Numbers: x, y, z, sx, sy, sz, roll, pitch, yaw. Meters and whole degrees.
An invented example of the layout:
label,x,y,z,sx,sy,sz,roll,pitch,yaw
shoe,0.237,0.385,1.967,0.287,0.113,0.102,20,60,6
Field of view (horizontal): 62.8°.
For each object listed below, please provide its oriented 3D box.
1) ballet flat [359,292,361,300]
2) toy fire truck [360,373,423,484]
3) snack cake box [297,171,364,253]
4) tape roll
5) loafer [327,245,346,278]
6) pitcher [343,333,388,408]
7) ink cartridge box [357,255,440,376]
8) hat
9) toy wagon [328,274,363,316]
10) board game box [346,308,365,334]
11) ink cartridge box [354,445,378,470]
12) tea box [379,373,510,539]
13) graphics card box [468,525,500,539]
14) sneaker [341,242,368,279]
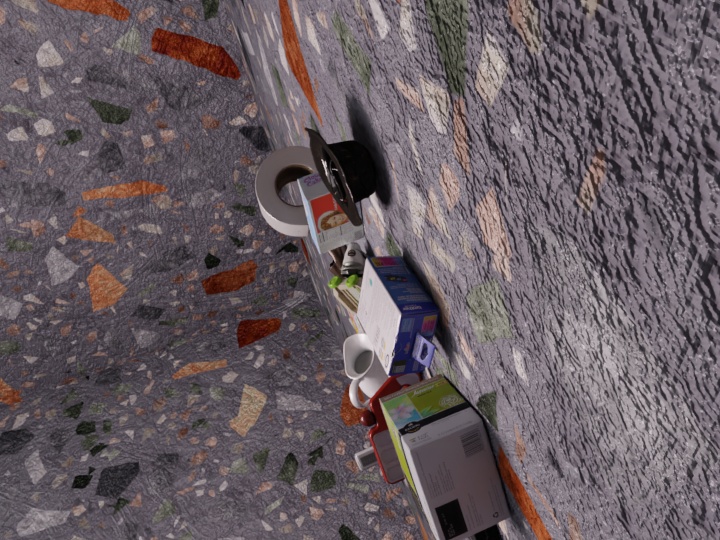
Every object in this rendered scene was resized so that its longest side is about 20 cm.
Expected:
label,x,y,z,sx,sy,sz,roll,pitch,yaw
ballet flat,0.070,0.095,1.173,0.068,0.068,0.200,52,175,-39
toy fire truck,0.093,0.314,1.204,0.112,0.168,0.200,151,98,-82
snack cake box,-0.062,-0.134,1.300,0.200,0.115,0.067,82,165,-57
tape roll,-0.161,-0.197,1.494,0.139,0.202,0.203,129,120,-81
loafer,-0.061,-0.008,1.767,0.073,0.071,0.200,-158,48,-79
pitcher,0.035,0.267,1.424,0.200,0.121,0.172,44,-134,-47
ink cartridge box,0.065,0.085,1.018,0.200,0.076,0.137,-118,30,-50
hat,-0.020,-0.181,1.044,0.201,0.081,0.201,59,173,11
toy wagon,0.020,0.069,1.347,0.155,0.040,0.200,48,151,-24
board game box,0.004,0.138,1.575,0.135,0.034,0.200,87,161,-63
ink cartridge box,0.083,0.441,1.482,0.174,0.200,0.044,94,153,-72
tea box,0.141,0.323,1.034,0.197,0.133,0.200,-137,28,-71
graphics card box,0.218,0.486,1.228,0.200,0.051,0.126,124,125,-82
sneaker,0.000,0.000,1.430,0.200,0.074,0.089,78,-165,-64
